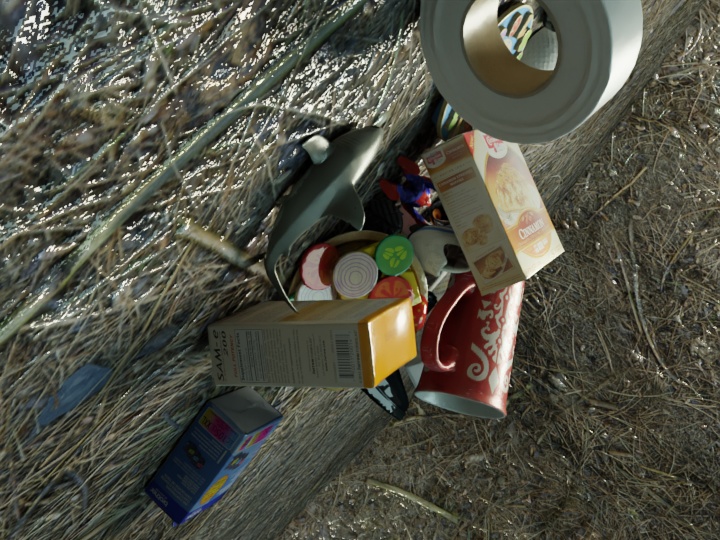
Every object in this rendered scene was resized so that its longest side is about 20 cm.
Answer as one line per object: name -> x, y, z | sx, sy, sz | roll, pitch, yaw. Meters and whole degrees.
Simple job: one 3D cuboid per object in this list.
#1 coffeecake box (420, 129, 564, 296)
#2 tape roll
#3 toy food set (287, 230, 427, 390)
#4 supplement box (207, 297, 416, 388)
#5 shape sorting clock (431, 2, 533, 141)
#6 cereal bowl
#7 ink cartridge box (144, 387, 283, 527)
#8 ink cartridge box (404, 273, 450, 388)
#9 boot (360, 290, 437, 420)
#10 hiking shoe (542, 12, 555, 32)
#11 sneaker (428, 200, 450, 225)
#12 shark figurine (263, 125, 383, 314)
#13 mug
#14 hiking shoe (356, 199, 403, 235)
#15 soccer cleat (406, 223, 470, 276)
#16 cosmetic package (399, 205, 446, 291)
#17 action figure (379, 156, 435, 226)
coffeecake box -> 0.180, -0.088, 1.187 | 0.073, 0.201, 0.153 | -23, -178, 35
tape roll -> 0.154, -0.224, 0.826 | 0.071, 0.202, 0.203 | -39, 163, -39
toy food set -> -0.004, 0.044, 1.136 | 0.199, 0.199, 0.049 | -23, -157, -11
supplement box -> -0.053, 0.080, 0.993 | 0.126, 0.199, 0.074 | -23, 109, -63
shape sorting clock -> 0.163, -0.252, 1.147 | 0.200, 0.039, 0.200 | -48, 168, -14
cereal bowl -> 0.263, -0.267, 1.357 | 0.200, 0.083, 0.200 | -48, 168, -13
ink cartridge box -> -0.213, 0.269, 1.254 | 0.200, 0.076, 0.136 | -52, 168, 13
ink cartridge box -> 0.131, 0.073, 1.441 | 0.146, 0.201, 0.145 | -17, 151, 7
boot -> 0.054, 0.103, 1.261 | 0.168, 0.076, 0.200 | -48, 130, -9
hiking shoe -> 0.302, -0.367, 1.188 | 0.075, 0.087, 0.200 | -50, 168, -2
sneaker -> 0.126, -0.060, 1.528 | 0.200, 0.078, 0.112 | -46, 153, 2
shark figurine -> -0.040, -0.053, 0.905 | 0.215, 0.089, 0.128 | -55, 166, 10
mug -> 0.162, 0.090, 1.251 | 0.178, 0.132, 0.201 | 73, 32, -70
hiking shoe -> 0.000, 0.000, 1.215 | 0.200, 0.076, 0.101 | -53, 164, 6
soccer cleat -> 0.145, -0.031, 1.229 | 0.199, 0.086, 0.070 | -15, 136, -42
cosmetic package -> 0.047, 0.015, 1.343 | 0.200, 0.113, 0.081 | -51, 167, -2
action figure -> 0.091, -0.094, 1.228 | 0.065, 0.099, 0.200 | -48, 170, 7
